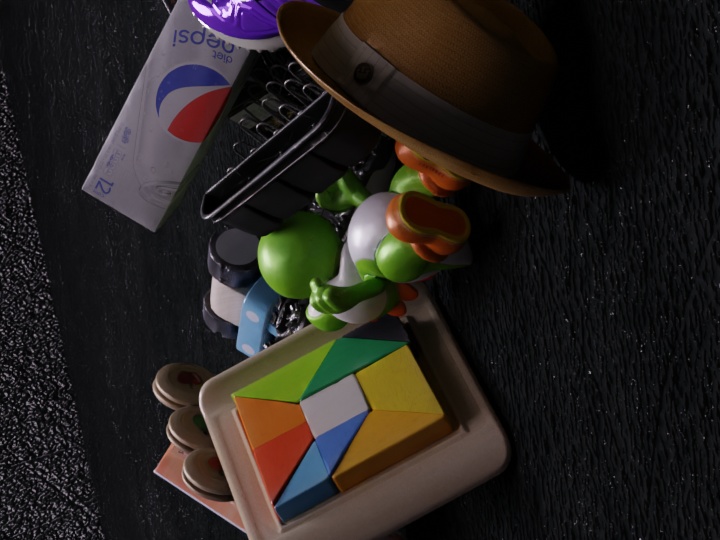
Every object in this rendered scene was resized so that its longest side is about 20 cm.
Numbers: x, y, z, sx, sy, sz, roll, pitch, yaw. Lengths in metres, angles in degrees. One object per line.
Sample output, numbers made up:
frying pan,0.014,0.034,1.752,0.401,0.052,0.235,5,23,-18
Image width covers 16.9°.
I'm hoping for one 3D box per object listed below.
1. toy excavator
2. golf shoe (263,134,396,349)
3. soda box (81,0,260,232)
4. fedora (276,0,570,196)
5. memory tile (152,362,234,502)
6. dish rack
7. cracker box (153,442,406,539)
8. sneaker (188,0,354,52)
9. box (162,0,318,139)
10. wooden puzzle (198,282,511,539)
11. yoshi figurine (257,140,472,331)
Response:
toy excavator,-0.036,0.046,1.913,0.195,0.200,0.100,-54,-15,-33
golf shoe,0.000,0.000,1.786,0.078,0.094,0.200,-148,77,-72
soda box,-0.120,-0.130,1.703,0.200,0.063,0.068,-60,-1,21
fedora,0.049,-0.121,1.377,0.082,0.200,0.201,-59,28,16
memory tile,-0.044,0.118,1.758,0.153,0.200,0.017,-113,33,-52
dish rack,-0.031,-0.126,1.649,0.153,0.055,0.200,-35,32,41
cracker box,-0.056,0.179,1.827,0.134,0.058,0.200,31,177,22
sneaker,-0.037,-0.192,1.552,0.070,0.200,0.100,-62,-38,-24
box,-0.102,-0.194,1.852,0.200,0.050,0.198,61,-172,12
wooden puzzle,-0.010,0.101,1.654,0.037,0.185,0.200,61,-179,-41
yoshi figurine,-0.007,-0.021,1.620,0.112,0.112,0.200,59,145,10
